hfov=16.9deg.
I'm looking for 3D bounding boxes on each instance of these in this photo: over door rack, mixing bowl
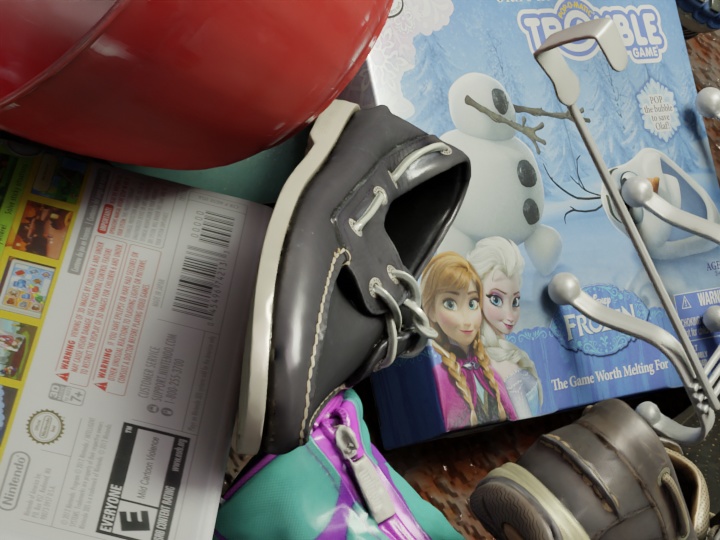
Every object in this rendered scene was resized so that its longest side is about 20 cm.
[{"bbox_3d":[0.130,-0.052,0.981,0.148,0.066,0.201,-49,133,-38],"label":"over door rack"},{"bbox_3d":[-0.056,-0.113,0.887,0.108,0.200,0.201,35,39,-27],"label":"mixing bowl"}]

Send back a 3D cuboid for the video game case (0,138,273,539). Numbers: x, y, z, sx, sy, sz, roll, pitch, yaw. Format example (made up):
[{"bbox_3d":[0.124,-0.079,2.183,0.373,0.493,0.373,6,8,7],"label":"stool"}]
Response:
[{"bbox_3d":[-0.129,0.023,0.821,0.181,0.023,0.200,14,39,-4],"label":"video game case"}]

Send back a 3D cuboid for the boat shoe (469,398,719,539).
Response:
[{"bbox_3d":[0.103,0.102,0.873,0.075,0.073,0.200,47,-2,25],"label":"boat shoe"}]

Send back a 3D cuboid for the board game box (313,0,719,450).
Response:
[{"bbox_3d":[0.072,-0.039,1.013,0.199,0.043,0.200,-8,83,-43],"label":"board game box"}]

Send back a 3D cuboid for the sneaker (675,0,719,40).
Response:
[{"bbox_3d":[0.094,-0.171,1.178,0.200,0.085,0.077,38,54,-11],"label":"sneaker"}]

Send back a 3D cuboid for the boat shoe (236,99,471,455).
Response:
[{"bbox_3d":[0.000,0.000,0.843,0.062,0.073,0.200,12,30,4],"label":"boat shoe"}]

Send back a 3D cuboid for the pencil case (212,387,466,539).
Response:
[{"bbox_3d":[0.027,0.135,0.837,0.200,0.092,0.085,46,48,8],"label":"pencil case"}]

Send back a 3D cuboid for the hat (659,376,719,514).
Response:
[{"bbox_3d":[0.219,0.092,0.969,0.081,0.200,0.201,64,30,-31],"label":"hat"}]

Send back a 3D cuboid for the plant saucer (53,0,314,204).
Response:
[{"bbox_3d":[-0.057,-0.125,1.010,0.199,0.036,0.201,10,61,-18],"label":"plant saucer"}]
